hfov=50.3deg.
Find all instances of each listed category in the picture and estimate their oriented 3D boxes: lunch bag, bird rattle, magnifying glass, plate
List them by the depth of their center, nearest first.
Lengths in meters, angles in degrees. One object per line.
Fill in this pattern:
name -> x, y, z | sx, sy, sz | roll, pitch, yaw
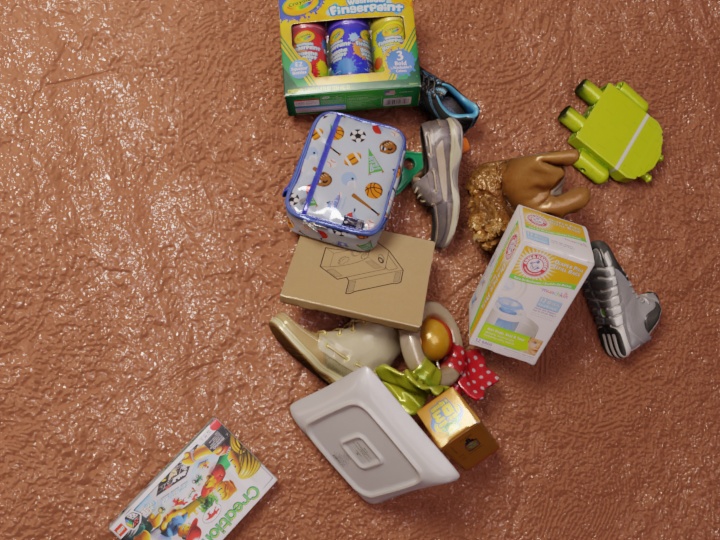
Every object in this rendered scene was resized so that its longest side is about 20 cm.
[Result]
plate -> 0.008, 0.243, 1.061 | 0.200, 0.200, 0.032 | 50, 46, -7
lunch bag -> -0.025, -0.131, 1.121 | 0.159, 0.076, 0.201 | 17, 66, 3
bird rattle -> 0.118, 0.124, 1.122 | 0.199, 0.112, 0.164 | -10, 85, -41
magnifying glass -> 0.083, -0.170, 1.213 | 0.199, 0.022, 0.080 | -21, 91, -15

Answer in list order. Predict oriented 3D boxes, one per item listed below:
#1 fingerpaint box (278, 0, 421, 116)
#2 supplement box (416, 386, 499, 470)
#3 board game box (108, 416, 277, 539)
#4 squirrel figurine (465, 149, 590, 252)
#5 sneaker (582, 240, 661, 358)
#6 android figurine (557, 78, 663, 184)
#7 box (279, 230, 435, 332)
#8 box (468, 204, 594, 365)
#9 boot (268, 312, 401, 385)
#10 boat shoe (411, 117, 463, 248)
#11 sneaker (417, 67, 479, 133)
fingerpaint box -> -0.017, -0.327, 1.135 | 0.199, 0.073, 0.168 | -4, 77, -1
supplement box -> 0.143, 0.229, 1.093 | 0.066, 0.200, 0.069 | -35, 63, 1
board game box -> -0.229, 0.320, 1.064 | 0.126, 0.035, 0.200 | 46, 74, -8
squirrel figurine -> 0.263, -0.086, 1.215 | 0.199, 0.142, 0.188 | -10, 98, -3
sneaker -> 0.439, 0.035, 1.276 | 0.115, 0.075, 0.201 | -19, 100, -22
android figurine -> 0.435, -0.232, 1.310 | 0.200, 0.041, 0.183 | 35, 76, -10
box -> 0.000, 0.000, 1.105 | 0.199, 0.021, 0.164 | 12, 51, 2
box -> 0.246, 0.022, 1.132 | 0.112, 0.102, 0.201 | 18, 124, -5
boot -> -0.021, 0.087, 1.125 | 0.200, 0.073, 0.156 | 41, 76, -16
boat shoe -> 0.113, -0.135, 1.185 | 0.073, 0.075, 0.201 | 1, 97, -5
sneaker -> 0.100, -0.287, 1.196 | 0.199, 0.082, 0.073 | 29, 80, -10
